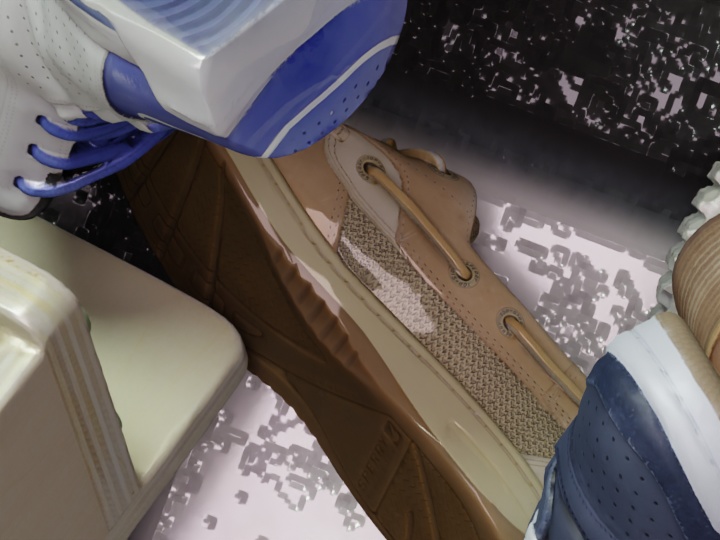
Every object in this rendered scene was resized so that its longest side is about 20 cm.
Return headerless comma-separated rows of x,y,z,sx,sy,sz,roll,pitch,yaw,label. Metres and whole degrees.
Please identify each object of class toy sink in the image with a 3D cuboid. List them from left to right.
-0.137,0.040,0.741,0.130,0.112,0.200,27,64,21,toy sink

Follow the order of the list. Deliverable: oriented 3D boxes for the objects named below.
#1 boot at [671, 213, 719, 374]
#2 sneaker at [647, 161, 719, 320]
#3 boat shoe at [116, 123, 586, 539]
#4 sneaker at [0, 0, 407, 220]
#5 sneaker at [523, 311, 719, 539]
0.154,0.081,0.712,0.077,0.155,0.200,-33,117,7,boot
0.151,-0.027,0.778,0.099,0.070,0.200,32,96,3,sneaker
0.000,0.000,0.806,0.064,0.071,0.200,-30,77,-28,boat shoe
-0.057,-0.062,0.717,0.081,0.115,0.199,-36,42,-22,sneaker
0.044,0.089,0.693,0.108,0.200,0.070,-23,60,-7,sneaker
